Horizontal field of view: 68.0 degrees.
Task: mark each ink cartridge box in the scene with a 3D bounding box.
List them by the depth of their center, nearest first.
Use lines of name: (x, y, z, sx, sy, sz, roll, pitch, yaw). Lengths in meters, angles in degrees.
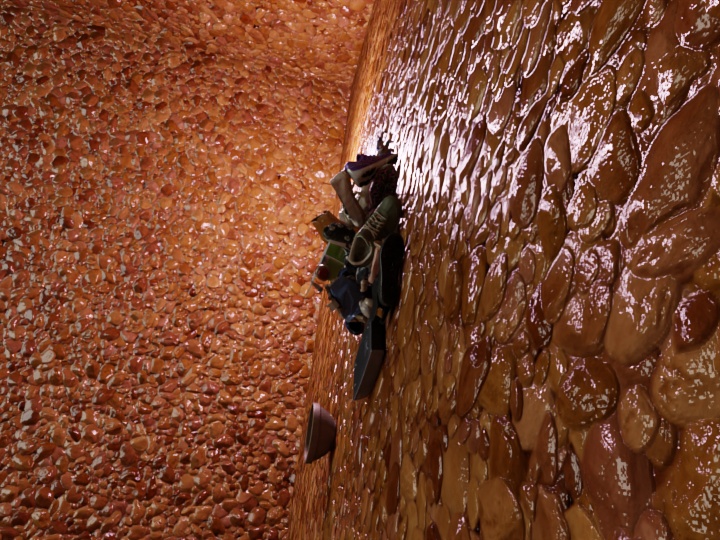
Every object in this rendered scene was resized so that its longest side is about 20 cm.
ink cartridge box: (-0.098, -0.002, 1.669, 0.148, 0.075, 0.203, 126, 166, -61)

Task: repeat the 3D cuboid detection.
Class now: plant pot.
plant pot: (-0.138, 0.569, 1.857, 0.201, 0.091, 0.206, -170, 90, -83)

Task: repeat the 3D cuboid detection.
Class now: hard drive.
hard drive: (0.019, 0.219, 1.335, 0.136, 0.041, 0.202, -89, 12, -49)

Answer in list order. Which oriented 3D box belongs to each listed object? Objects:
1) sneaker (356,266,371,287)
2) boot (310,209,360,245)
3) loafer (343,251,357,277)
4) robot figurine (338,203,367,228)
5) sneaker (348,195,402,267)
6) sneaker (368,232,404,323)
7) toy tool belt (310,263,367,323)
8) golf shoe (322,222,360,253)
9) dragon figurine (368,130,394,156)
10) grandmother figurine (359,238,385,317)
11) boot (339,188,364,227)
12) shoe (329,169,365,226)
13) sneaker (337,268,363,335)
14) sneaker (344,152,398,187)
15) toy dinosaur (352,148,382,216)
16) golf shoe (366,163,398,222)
sneaker: (0.036, -0.029, 1.426, 0.114, 0.074, 0.204, -107, 25, -64)
boot: (-0.062, -0.137, 1.719, 0.199, 0.145, 0.071, -15, 34, 39)
loafer: (0.000, 0.000, 1.560, 0.200, 0.070, 0.064, 51, -152, -69)
robot figurine: (-0.019, -0.164, 1.807, 0.170, 0.111, 0.203, 49, 137, 37)
sneaker: (0.032, -0.091, 1.318, 0.089, 0.067, 0.203, -12, -46, -61)
sneaker: (0.057, 0.020, 1.244, 0.104, 0.059, 0.205, 147, 129, -75)
toy tool belt: (-0.050, 0.065, 1.495, 0.125, 0.200, 0.123, -43, 9, -1)
golf shoe: (-0.029, -0.077, 1.504, 0.089, 0.197, 0.078, -53, 48, 32)
dragon figurine: (0.061, -0.350, 1.628, 0.202, 0.058, 0.100, -99, 26, -46)
grandmother figurine: (0.039, 0.027, 1.317, 0.060, 0.120, 0.204, 31, 120, 36)
boot: (0.000, -0.219, 1.669, 0.155, 0.072, 0.201, -45, 21, 11)
shoe: (-0.037, -0.191, 1.482, 0.070, 0.053, 0.202, 47, 166, 40)
sneaker: (-0.024, 0.096, 1.611, 0.078, 0.069, 0.205, -162, 60, -73)
sneaker: (0.033, -0.297, 1.469, 0.199, 0.083, 0.081, -27, -25, -47)
toy dinosaur: (0.016, -0.256, 1.566, 0.058, 0.099, 0.205, 17, -96, -70)
golf shoe: (0.056, -0.209, 1.484, 0.093, 0.071, 0.203, -89, 12, -55)
